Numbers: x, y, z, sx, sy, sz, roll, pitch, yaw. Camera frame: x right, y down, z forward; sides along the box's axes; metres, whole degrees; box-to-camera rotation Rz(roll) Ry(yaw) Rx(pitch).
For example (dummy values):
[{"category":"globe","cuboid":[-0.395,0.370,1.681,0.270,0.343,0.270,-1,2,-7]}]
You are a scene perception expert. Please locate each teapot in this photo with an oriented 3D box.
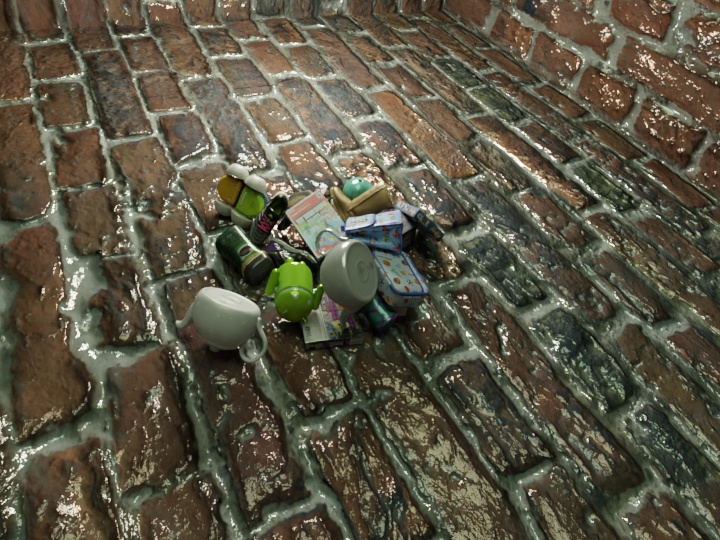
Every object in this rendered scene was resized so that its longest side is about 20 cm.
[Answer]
[{"category":"teapot","cuboid":[-0.365,0.148,1.419,0.193,0.151,0.198,16,7,-40]},{"category":"teapot","cuboid":[-0.051,0.013,1.498,0.142,0.197,0.207,-13,54,33]}]

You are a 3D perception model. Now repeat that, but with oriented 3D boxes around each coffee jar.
[{"category":"coffee jar","cuboid":[-0.361,-0.045,1.660,0.103,0.087,0.199,-38,61,-22]}]

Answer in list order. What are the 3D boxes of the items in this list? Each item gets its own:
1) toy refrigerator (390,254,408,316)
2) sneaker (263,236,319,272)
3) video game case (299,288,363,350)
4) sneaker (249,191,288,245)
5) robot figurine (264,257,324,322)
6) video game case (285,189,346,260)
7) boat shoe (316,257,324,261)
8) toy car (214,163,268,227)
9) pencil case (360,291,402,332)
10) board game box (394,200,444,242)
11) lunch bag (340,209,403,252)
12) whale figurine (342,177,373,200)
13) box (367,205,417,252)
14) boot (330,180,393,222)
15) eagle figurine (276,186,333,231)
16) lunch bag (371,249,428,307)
[{"category":"toy refrigerator","cuboid":[0.123,0.041,1.692,0.067,0.078,0.204,8,43,-4]},{"category":"sneaker","cuboid":[-0.228,-0.024,1.698,0.195,0.077,0.089,24,59,18]},{"category":"video game case","cuboid":[-0.097,0.137,1.573,0.174,0.037,0.204,-4,46,-17]},{"category":"sneaker","cuboid":[-0.301,-0.174,1.748,0.073,0.087,0.203,35,85,-12]},{"category":"robot figurine","cuboid":[-0.191,0.060,1.523,0.171,0.116,0.204,21,38,-26]},{"category":"video game case","cuboid":[-0.137,-0.151,1.718,0.141,0.018,0.202,-34,72,-12]},{"category":"boat shoe","cuboid":[-0.127,-0.071,1.756,0.067,0.087,0.200,4,26,-34]},{"category":"toy car","cuboid":[-0.399,-0.254,1.840,0.196,0.180,0.149,31,10,21]},{"category":"pencil case","cuboid":[0.030,0.088,1.591,0.091,0.086,0.202,-29,68,-27]},{"category":"board game box","cuboid":[0.202,-0.175,1.845,0.135,0.035,0.200,40,2,-23]},{"category":"lunch bag","cuboid":[0.033,-0.127,1.651,0.191,0.098,0.151,1,21,1]},{"category":"whale figurine","cuboid":[0.028,-0.285,1.982,0.192,0.106,0.162,11,43,0]},{"category":"box","cuboid":[0.081,-0.113,1.811,0.197,0.117,0.131,-29,56,-35]},{"category":"boot","cuboid":[0.004,-0.262,1.887,0.195,0.066,0.180,-28,77,15]},{"category":"eagle figurine","cuboid":[-0.192,-0.206,1.831,0.191,0.152,0.158,4,78,-2]},{"category":"lunch bag","cuboid":[0.113,0.018,1.593,0.155,0.077,0.203,2,44,-32]}]
